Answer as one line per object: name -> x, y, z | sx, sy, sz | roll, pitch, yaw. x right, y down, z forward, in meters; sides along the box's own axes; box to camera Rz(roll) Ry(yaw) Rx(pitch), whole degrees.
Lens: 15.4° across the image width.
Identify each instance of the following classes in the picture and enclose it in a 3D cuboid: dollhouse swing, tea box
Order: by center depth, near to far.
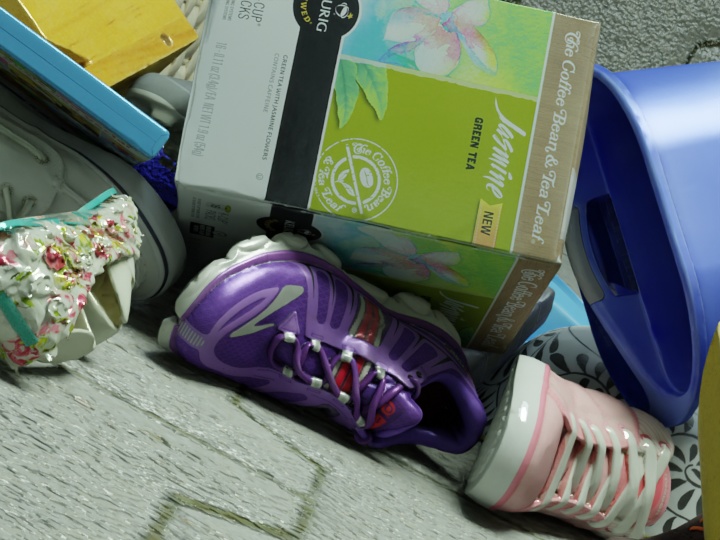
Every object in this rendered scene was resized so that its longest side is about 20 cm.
tea box -> 0.007, -0.058, 1.384 | 0.195, 0.135, 0.200 | 11, -15, -2
dollhouse swing -> -0.230, -0.161, 1.562 | 0.201, 0.175, 0.182 | 55, 31, -2

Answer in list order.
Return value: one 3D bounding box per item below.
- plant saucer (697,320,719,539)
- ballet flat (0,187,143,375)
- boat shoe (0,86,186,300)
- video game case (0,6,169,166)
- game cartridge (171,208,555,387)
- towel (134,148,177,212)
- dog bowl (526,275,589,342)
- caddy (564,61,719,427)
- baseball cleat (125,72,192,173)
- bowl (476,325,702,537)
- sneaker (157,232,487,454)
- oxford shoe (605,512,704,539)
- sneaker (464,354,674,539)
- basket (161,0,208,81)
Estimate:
plant saucer -> 0.227, 0.146, 1.253 | 0.199, 0.048, 0.201 | 24, 52, -32
ballet flat -> -0.134, 0.008, 1.165 | 0.064, 0.075, 0.200 | 59, 13, -1
boat shoe -> -0.177, -0.046, 1.314 | 0.200, 0.072, 0.066 | 41, 38, -5
video game case -> -0.169, -0.099, 1.346 | 0.143, 0.018, 0.200 | 37, -7, -9
game cartridge -> 0.000, 0.000, 1.539 | 0.199, 0.039, 0.130 | 31, 36, 18
towel -> -0.074, -0.030, 1.658 | 0.199, 0.050, 0.148 | 32, 5, 9
dog bowl -> 0.088, 0.013, 1.657 | 0.200, 0.050, 0.112 | 40, 10, -27
caddy -> 0.159, -0.017, 1.437 | 0.104, 0.201, 0.141 | -13, -11, -19
baseball cleat -> -0.032, -0.080, 1.526 | 0.199, 0.107, 0.070 | 28, -17, 2
bowl -> 0.162, 0.085, 1.558 | 0.200, 0.095, 0.201 | 28, 7, -4
sneaker -> -0.009, 0.043, 1.310 | 0.199, 0.081, 0.084 | 17, 28, -40
oxford shoe -> 0.167, 0.137, 1.289 | 0.071, 0.073, 0.200 | 25, 5, 31
sneaker -> 0.114, 0.096, 1.374 | 0.104, 0.076, 0.200 | 24, 3, 5
basket -> -0.164, -0.185, 1.768 | 0.160, 0.201, 0.198 | 34, 9, 22
